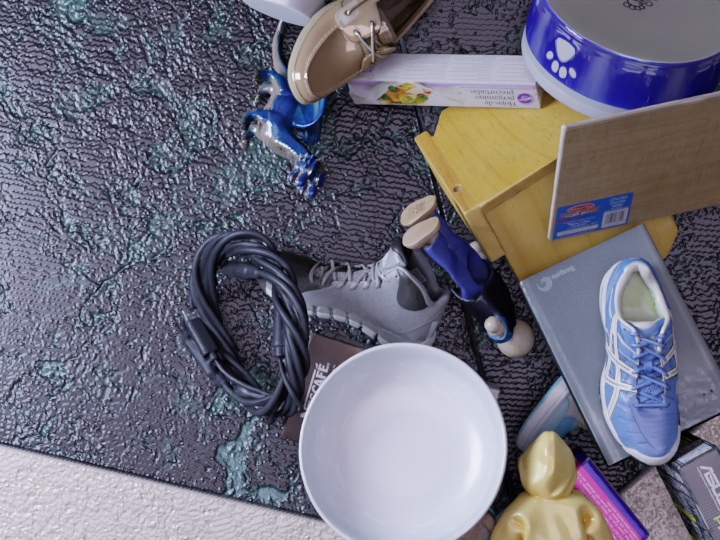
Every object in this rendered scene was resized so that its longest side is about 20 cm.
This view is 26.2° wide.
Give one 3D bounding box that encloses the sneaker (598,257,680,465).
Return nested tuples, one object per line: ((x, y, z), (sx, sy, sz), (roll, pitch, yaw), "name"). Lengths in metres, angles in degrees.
((0.261, 0.083, 1.455), (0.075, 0.077, 0.202), (-8, 76, 1), "sneaker")

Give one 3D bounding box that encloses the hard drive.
((0.259, 0.072, 1.515), (0.139, 0.033, 0.201), (-25, 76, -3), "hard drive")

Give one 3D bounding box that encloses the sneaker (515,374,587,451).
((0.260, 0.140, 1.554), (0.200, 0.080, 0.131), (-45, 80, 2), "sneaker")

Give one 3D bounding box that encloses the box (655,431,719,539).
((0.344, 0.241, 1.496), (0.044, 0.200, 0.161), (-27, 88, 1), "box")

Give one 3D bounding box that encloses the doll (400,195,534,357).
((0.115, 0.012, 1.546), (0.048, 0.137, 0.200), (-31, 119, 18), "doll")

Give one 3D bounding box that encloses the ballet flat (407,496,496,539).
((0.038, 0.247, 1.531), (0.199, 0.068, 0.068), (6, 55, 36), "ballet flat")

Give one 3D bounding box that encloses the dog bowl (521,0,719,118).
((0.261, -0.232, 1.505), (0.198, 0.201, 0.079), (14, 134, 2), "dog bowl")

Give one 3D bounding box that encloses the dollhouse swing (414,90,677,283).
((0.199, -0.088, 1.587), (0.199, 0.176, 0.182), (-32, 47, 2), "dollhouse swing")

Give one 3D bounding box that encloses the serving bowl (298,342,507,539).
((0.043, 0.173, 1.484), (0.198, 0.066, 0.202), (-2, 77, 7), "serving bowl")

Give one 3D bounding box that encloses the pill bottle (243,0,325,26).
((-0.051, -0.355, 1.556), (0.110, 0.111, 0.202), (18, 88, 2), "pill bottle")

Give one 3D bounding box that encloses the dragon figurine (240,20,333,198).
((-0.064, -0.165, 1.577), (0.099, 0.059, 0.201), (11, 61, 3), "dragon figurine")

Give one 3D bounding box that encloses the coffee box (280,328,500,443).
((0.030, 0.142, 1.567), (0.198, 0.080, 0.114), (17, 91, 2), "coffee box")

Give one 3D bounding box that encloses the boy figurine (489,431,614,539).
((0.178, 0.254, 1.469), (0.123, 0.064, 0.202), (-8, 89, 2), "boy figurine")

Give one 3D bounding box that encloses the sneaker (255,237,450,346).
((0.000, 0.000, 1.551), (0.199, 0.075, 0.116), (22, 130, -6), "sneaker")

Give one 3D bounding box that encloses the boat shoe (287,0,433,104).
((0.004, -0.240, 1.538), (0.200, 0.064, 0.071), (-51, 131, -24), "boat shoe")

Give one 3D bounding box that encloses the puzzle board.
((0.277, -0.104, 1.484), (0.198, 0.151, 0.017), (-12, 50, -11), "puzzle board")

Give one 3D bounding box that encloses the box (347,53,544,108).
((0.086, -0.191, 1.558), (0.198, 0.039, 0.042), (3, 57, 17), "box")

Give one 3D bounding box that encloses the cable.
((-0.103, 0.057, 1.536), (0.200, 0.051, 0.164), (50, 124, 30), "cable")

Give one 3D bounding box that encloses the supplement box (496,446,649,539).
((0.178, 0.283, 1.551), (0.200, 0.101, 0.104), (-39, 89, 2), "supplement box")
